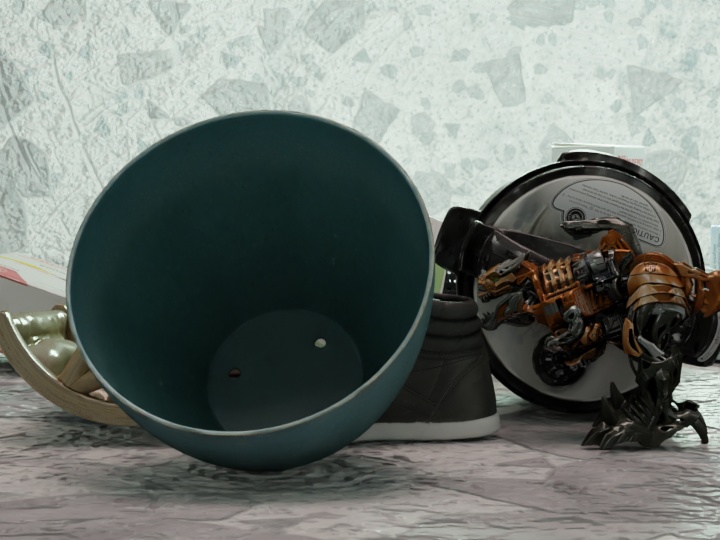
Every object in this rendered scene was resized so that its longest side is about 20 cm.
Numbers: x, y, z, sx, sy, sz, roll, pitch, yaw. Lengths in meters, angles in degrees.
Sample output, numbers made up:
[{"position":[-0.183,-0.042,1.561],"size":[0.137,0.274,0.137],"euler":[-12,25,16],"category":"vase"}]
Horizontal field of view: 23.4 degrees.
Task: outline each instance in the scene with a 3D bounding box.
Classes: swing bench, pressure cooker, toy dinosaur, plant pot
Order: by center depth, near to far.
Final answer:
[{"position":[-0.052,0.032,0.973],"size":[0.197,0.202,0.135],"euler":[0,-32,8],"category":"plant pot"},{"position":[0.171,0.036,1.063],"size":[0.198,0.138,0.102],"euler":[2,3,35],"category":"toy dinosaur"},{"position":[-0.118,0.021,1.155],"size":[0.199,0.130,0.199],"euler":[-39,0,3],"category":"swing bench"},{"position":[0.153,0.011,1.208],"size":[0.174,0.180,0.200],"euler":[-23,1,4],"category":"pressure cooker"}]

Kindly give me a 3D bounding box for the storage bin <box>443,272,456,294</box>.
[{"position":[0.159,0.035,1.509],"size":[0.134,0.095,0.199],"euler":[-2,4,-36],"category":"storage bin"}]

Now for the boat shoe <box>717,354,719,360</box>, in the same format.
[{"position":[0.346,0.042,1.539],"size":[0.197,0.072,0.072],"euler":[-1,3,10],"category":"boat shoe"}]

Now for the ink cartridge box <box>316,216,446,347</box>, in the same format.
[{"position":[0.000,0.000,1.332],"size":[0.198,0.146,0.048],"euler":[25,-46,-10],"category":"ink cartridge box"}]

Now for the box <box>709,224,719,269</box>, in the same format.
[{"position":[0.554,-0.006,2.123],"size":[0.198,0.106,0.183],"euler":[3,5,39],"category":"box"}]

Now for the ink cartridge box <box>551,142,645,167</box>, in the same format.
[{"position":[0.286,-0.052,2.091],"size":[0.082,0.203,0.145],"euler":[1,4,24],"category":"ink cartridge box"}]

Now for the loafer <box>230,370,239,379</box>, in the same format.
[{"position":[-0.141,0.051,1.362],"size":[0.198,0.064,0.072],"euler":[3,29,34],"category":"loafer"}]

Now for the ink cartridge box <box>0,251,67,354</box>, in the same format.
[{"position":[-0.282,0.033,1.541],"size":[0.115,0.068,0.200],"euler":[19,4,4],"category":"ink cartridge box"}]

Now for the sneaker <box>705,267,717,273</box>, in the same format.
[{"position":[0.393,0.033,1.643],"size":[0.201,0.078,0.145],"euler":[-2,0,-44],"category":"sneaker"}]

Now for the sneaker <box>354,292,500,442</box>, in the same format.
[{"position":[-0.011,0.055,1.076],"size":[0.197,0.101,0.071],"euler":[-2,5,-11],"category":"sneaker"}]
